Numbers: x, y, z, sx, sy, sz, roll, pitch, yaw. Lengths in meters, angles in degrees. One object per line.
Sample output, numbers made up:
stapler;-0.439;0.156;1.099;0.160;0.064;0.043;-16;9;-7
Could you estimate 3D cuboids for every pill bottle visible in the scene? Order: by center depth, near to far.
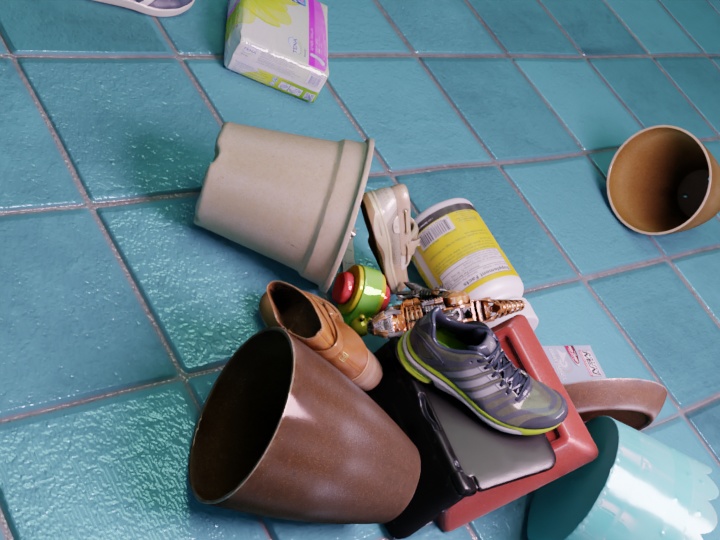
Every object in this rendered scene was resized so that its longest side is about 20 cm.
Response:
pill bottle;0.149;0.011;1.442;0.114;0.114;0.200;-6;57;-40

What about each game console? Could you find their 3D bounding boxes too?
game console;0.089;0.178;1.210;0.116;0.176;0.200;14;43;-47

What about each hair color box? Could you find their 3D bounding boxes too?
hair color box;0.209;0.147;1.366;0.200;0.099;0.061;2;52;-35

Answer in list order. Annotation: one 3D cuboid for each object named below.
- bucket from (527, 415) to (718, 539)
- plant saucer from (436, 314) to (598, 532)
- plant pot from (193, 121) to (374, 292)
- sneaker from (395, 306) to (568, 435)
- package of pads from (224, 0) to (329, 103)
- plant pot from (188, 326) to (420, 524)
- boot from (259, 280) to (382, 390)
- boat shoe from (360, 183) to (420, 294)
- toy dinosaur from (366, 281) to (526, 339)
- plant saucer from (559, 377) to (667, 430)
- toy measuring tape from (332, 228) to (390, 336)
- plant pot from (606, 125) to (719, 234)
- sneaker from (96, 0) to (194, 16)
bucket;0.296;0.277;1.233;0.135;0.207;0.207;32;40;-7
plant saucer;0.141;0.168;1.236;0.200;0.200;0.037;65;6;30
plant pot;-0.101;-0.095;1.317;0.183;0.201;0.201;18;42;-7
sneaker;0.137;0.109;1.156;0.200;0.081;0.074;27;50;2
package of pads;-0.129;-0.362;1.631;0.154;0.068;0.200;19;43;-22
plant pot;-0.043;0.183;1.101;0.200;0.187;0.187;28;39;-27
boot;-0.070;0.049;1.188;0.200;0.074;0.155;31;-8;35
boat shoe;0.047;-0.038;1.361;0.065;0.200;0.072;-22;55;-4
toy dinosaur;0.104;0.063;1.307;0.200;0.136;0.102;14;79;-14
plant saucer;0.281;0.180;1.320;0.200;0.200;0.035;10;61;-30
toy measuring tape;0.000;0.000;1.376;0.074;0.074;0.200;18;44;-22
plant pot;0.563;-0.145;1.872;0.200;0.186;0.186;7;47;-49
sneaker;-0.320;-0.426;1.536;0.200;0.085;0.075;-2;53;-38
